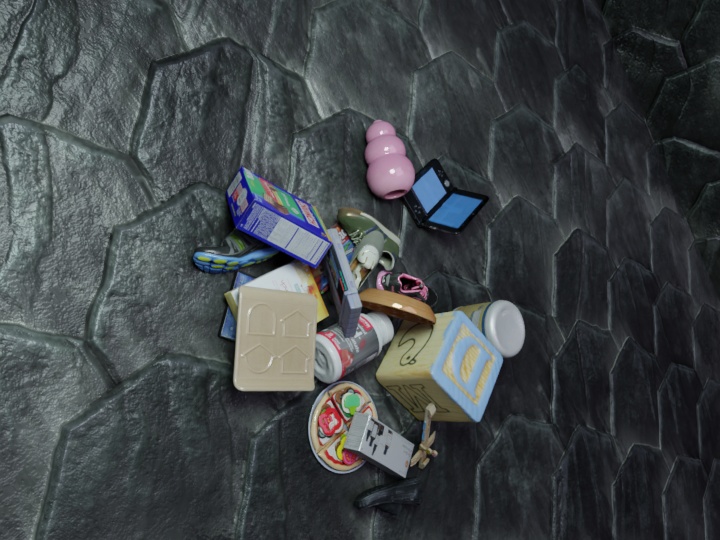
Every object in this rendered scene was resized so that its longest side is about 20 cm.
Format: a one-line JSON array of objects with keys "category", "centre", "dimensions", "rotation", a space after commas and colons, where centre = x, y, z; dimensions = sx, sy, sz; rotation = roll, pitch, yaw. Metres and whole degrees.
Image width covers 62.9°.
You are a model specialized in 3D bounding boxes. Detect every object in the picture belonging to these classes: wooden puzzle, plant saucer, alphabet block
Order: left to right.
[{"category": "wooden puzzle", "centre": [-0.172, 0.139, 1.181], "dimensions": [0.184, 0.046, 0.203], "rotation": [9, 74, -39]}, {"category": "plant saucer", "centre": [0.083, 0.082, 1.368], "dimensions": [0.199, 0.199, 0.038], "rotation": [22, 80, -34]}, {"category": "alphabet block", "centre": [0.192, 0.236, 1.428], "dimensions": [0.197, 0.199, 0.196], "rotation": [47, 54, -21]}]

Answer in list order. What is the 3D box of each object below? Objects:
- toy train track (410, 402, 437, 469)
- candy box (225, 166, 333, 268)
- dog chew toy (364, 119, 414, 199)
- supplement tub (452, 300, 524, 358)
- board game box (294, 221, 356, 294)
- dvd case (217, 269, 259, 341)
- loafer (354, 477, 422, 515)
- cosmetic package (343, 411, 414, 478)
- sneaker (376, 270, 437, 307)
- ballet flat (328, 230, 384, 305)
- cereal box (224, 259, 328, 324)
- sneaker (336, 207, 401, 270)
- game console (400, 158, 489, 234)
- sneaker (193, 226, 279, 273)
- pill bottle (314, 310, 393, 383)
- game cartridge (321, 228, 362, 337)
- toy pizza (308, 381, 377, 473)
[{"category": "toy train track", "centre": [0.165, 0.402, 1.406], "dimensions": [0.114, 0.032, 0.202], "rotation": [-35, 137, -44]}, {"category": "candy box", "centre": [-0.170, -0.111, 1.229], "dimensions": [0.199, 0.170, 0.077], "rotation": [29, 108, -33]}, {"category": "dog chew toy", "centre": [0.066, -0.286, 1.495], "dimensions": [0.123, 0.124, 0.203], "rotation": [-2, 74, -39]}, {"category": "supplement tub", "centre": [0.311, 0.160, 1.541], "dimensions": [0.143, 0.199, 0.147], "rotation": [9, 75, -38]}, {"category": "board game box", "centre": [-0.062, -0.041, 1.396], "dimensions": [0.200, 0.019, 0.103], "rotation": [-44, 108, -37]}, {"category": "dvd case", "centre": [-0.196, 0.100, 1.255], "dimensions": [0.199, 0.017, 0.144], "rotation": [25, 65, -32]}, {"category": "loafer", "centre": [0.071, 0.525, 1.348], "dimensions": [0.199, 0.068, 0.071], "rotation": [5, 68, -42]}, {"category": "cosmetic package", "centre": [0.047, 0.400, 1.339], "dimensions": [0.200, 0.050, 0.083], "rotation": [43, 59, -41]}, {"category": "sneaker", "centre": [0.136, 0.051, 1.491], "dimensions": [0.199, 0.095, 0.080], "rotation": [21, 66, -36]}, {"category": "ballet flat", "centre": [0.000, 0.000, 1.357], "dimensions": [0.067, 0.064, 0.201], "rotation": [35, 88, -21]}, {"category": "cereal box", "centre": [-0.173, 0.074, 1.241], "dimensions": [0.199, 0.039, 0.145], "rotation": [-29, 100, -39]}, {"category": "sneaker", "centre": [0.021, -0.069, 1.414], "dimensions": [0.199, 0.067, 0.091], "rotation": [30, 57, -35]}, {"category": "game console", "centre": [0.230, -0.207, 1.609], "dimensions": [0.200, 0.118, 0.173], "rotation": [-45, 109, -37]}, {"category": "sneaker", "centre": [-0.259, -0.048, 1.212], "dimensions": [0.198, 0.071, 0.083], "rotation": [-17, 79, -42]}, {"category": "pill bottle", "centre": [-0.020, 0.163, 1.326], "dimensions": [0.199, 0.110, 0.112], "rotation": [-24, 96, -40]}, {"category": "game cartridge", "centre": [-0.044, 0.025, 1.258], "dimensions": [0.038, 0.130, 0.202], "rotation": [-12, 59, -12]}, {"category": "toy pizza", "centre": [-0.030, 0.352, 1.327], "dimensions": [0.198, 0.032, 0.203], "rotation": [10, 74, -38]}]
